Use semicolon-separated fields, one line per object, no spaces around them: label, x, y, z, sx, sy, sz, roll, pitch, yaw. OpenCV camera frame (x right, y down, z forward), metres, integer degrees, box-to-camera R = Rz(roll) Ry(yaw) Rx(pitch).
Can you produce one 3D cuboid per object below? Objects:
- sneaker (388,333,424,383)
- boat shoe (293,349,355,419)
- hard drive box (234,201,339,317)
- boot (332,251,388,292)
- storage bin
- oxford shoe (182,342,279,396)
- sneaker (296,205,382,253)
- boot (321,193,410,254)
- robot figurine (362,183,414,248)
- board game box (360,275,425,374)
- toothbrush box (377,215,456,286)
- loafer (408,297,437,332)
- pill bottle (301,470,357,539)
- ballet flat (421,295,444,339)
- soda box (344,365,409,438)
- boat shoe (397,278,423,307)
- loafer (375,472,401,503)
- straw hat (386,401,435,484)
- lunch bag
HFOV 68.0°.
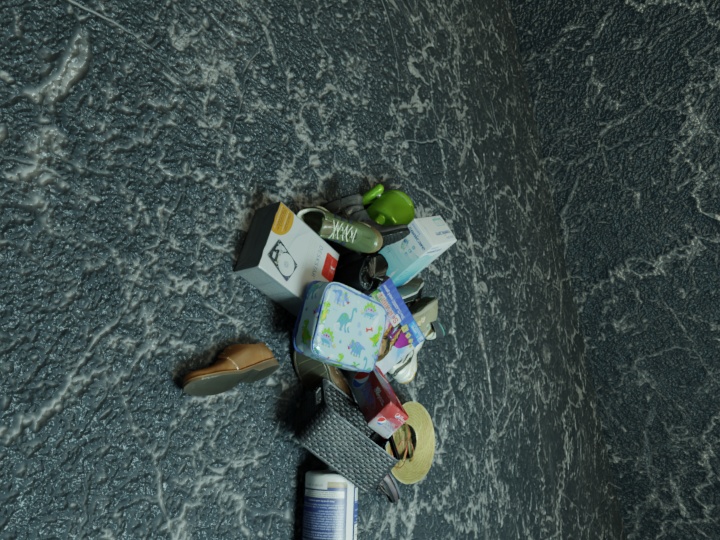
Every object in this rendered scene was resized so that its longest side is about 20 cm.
sneaker;0.115;0.192;1.416;0.087;0.075;0.202;38;48;-33
boat shoe;-0.079;0.230;1.157;0.202;0.071;0.068;61;14;-16
hard drive box;-0.147;-0.017;1.110;0.200;0.076;0.158;41;51;-41
boot;0.000;0.000;1.226;0.200;0.167;0.077;-43;110;-50
storage bin;-0.029;0.331;1.073;0.199;0.094;0.135;40;5;-13
oxford shoe;-0.240;0.173;0.961;0.199;0.071;0.072;-6;58;-54
sneaker;-0.055;-0.087;1.162;0.090;0.198;0.068;-13;125;-61
boot;0.011;-0.123;1.252;0.070;0.197;0.134;100;-20;-71
robot figurine;0.073;-0.137;1.406;0.176;0.115;0.200;54;41;-13
board game box;0.031;0.146;1.249;0.199;0.041;0.201;-39;118;-11
toothbrush box;0.125;-0.042;1.351;0.146;0.200;0.086;-15;68;-54
loafer;0.136;0.136;1.382;0.198;0.075;0.069;-27;103;-31
pill bottle;-0.061;0.508;1.063;0.110;0.110;0.203;22;64;-49
ballet flat;0.193;0.152;1.532;0.201;0.072;0.074;69;32;-49
soda box;0.030;0.265;1.142;0.063;0.070;0.200;44;3;-26
boat shoe;0.127;0.070;1.447;0.199;0.075;0.061;-22;118;-60
loafer;0.028;0.466;1.247;0.063;0.072;0.202;-31;105;-22
straw hat;0.095;0.423;1.320;0.200;0.084;0.204;17;68;-46
lunch bag;-0.037;0.114;1.096;0.199;0.082;0.163;26;72;-42
